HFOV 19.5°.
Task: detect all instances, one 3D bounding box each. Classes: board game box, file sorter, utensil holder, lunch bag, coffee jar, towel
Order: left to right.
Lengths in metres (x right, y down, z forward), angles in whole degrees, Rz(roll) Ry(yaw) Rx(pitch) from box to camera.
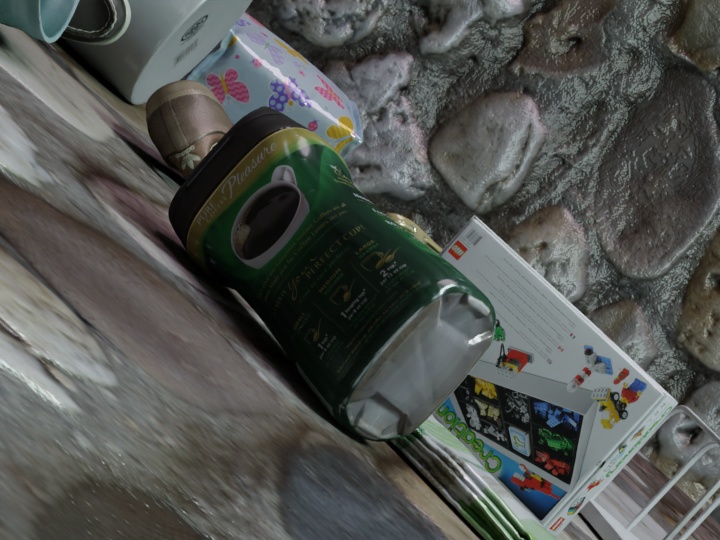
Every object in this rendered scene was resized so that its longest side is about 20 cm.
[{"bbox_3d":[-0.201,-0.260,1.716,0.200,0.170,0.170,44,4,5],"label":"utensil holder"},{"bbox_3d":[-0.095,-0.158,1.984,0.169,0.127,0.200,39,14,-15],"label":"lunch bag"},{"bbox_3d":[-0.021,-0.003,1.171,0.200,0.104,0.085,46,7,37],"label":"coffee jar"},{"bbox_3d":[0.054,0.108,1.266,0.200,0.031,0.149,45,5,26],"label":"towel"},{"bbox_3d":[0.108,0.072,1.469,0.200,0.126,0.035,45,5,27],"label":"board game box"},{"bbox_3d":[0.301,0.228,1.708,0.200,0.125,0.139,41,5,-22],"label":"file sorter"}]

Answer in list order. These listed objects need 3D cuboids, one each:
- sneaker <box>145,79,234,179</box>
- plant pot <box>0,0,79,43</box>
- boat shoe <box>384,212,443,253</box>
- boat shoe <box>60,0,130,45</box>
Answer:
[{"bbox_3d":[-0.093,-0.063,1.532,0.200,0.070,0.076,37,29,-55],"label":"sneaker"},{"bbox_3d":[-0.242,-0.263,1.368,0.134,0.201,0.200,15,4,1],"label":"plant pot"},{"bbox_3d":[0.053,0.002,1.629,0.073,0.063,0.200,5,-6,16],"label":"boat shoe"},{"bbox_3d":[-0.263,-0.235,1.570,0.201,0.072,0.061,35,8,1],"label":"boat shoe"}]
